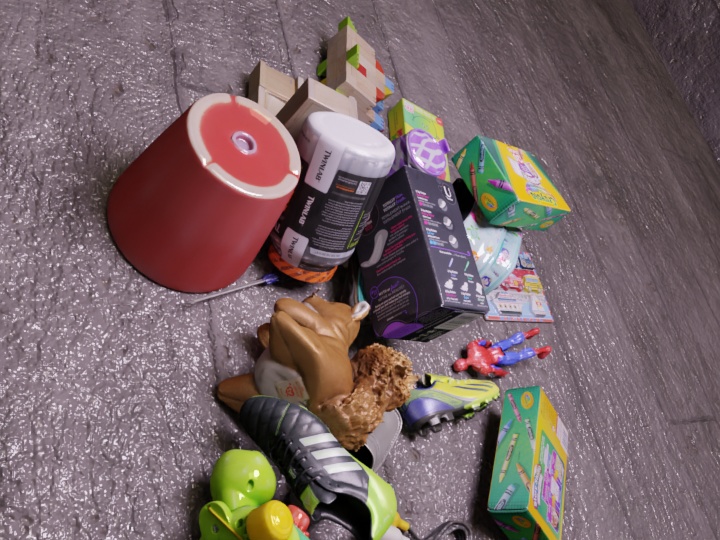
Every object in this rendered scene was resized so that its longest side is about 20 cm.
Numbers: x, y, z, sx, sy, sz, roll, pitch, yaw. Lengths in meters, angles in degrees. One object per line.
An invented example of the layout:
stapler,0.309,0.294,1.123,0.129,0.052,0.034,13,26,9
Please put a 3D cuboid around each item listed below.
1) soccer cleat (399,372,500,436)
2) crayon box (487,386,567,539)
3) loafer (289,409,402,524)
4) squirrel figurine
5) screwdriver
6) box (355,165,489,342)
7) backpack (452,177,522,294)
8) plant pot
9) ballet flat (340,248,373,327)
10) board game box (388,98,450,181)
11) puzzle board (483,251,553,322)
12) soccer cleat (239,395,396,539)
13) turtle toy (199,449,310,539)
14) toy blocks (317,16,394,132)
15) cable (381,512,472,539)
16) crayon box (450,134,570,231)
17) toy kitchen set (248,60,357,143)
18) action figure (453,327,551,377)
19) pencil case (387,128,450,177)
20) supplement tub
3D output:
soccer cleat,0.132,0.177,0.927,0.199,0.065,0.084,-5,55,-45
crayon box,0.245,0.284,0.918,0.119,0.058,0.201,54,39,-29
loafer,-0.002,0.225,0.770,0.070,0.070,0.200,51,42,-1
squirrel figurine,-0.035,0.113,0.775,0.199,0.142,0.187,34,25,6
screwdriver,-0.140,0.018,0.828,0.199,0.029,0.028,-20,77,-43
box,0.074,-0.018,0.863,0.106,0.122,0.201,10,60,-44
backpack,0.154,-0.031,1.002,0.151,0.177,0.200,44,35,-6
plant pot,-0.175,-0.100,0.762,0.200,0.177,0.201,22,49,-28
ballet flat,0.000,0.000,0.926,0.068,0.068,0.201,34,44,-21
board game box,0.109,-0.215,1.185,0.101,0.048,0.201,21,51,-30
puzzle board,0.278,0.024,1.193,0.199,0.017,0.152,5,59,-38
soccer cleat,-0.050,0.203,0.660,0.200,0.068,0.081,36,26,7
turtle toy,-0.100,0.271,0.617,0.101,0.145,0.201,12,50,-60
toy blocks,0.004,-0.341,1.160,0.136,0.100,0.201,31,46,-38
cable,0.071,0.337,0.772,0.199,0.050,0.098,20,52,-29
crayon box,0.233,-0.128,0.975,0.199,0.058,0.119,0,57,-52
toy kitchen set,-0.060,-0.239,0.956,0.163,0.180,0.201,19,53,-32
action figure,0.227,0.138,1.047,0.199,0.052,0.066,-5,61,-38
pencil case,0.036,-0.136,0.963,0.085,0.199,0.084,-11,80,-46
supplement tub,-0.045,-0.091,0.829,0.122,0.201,0.123,19,28,-11
